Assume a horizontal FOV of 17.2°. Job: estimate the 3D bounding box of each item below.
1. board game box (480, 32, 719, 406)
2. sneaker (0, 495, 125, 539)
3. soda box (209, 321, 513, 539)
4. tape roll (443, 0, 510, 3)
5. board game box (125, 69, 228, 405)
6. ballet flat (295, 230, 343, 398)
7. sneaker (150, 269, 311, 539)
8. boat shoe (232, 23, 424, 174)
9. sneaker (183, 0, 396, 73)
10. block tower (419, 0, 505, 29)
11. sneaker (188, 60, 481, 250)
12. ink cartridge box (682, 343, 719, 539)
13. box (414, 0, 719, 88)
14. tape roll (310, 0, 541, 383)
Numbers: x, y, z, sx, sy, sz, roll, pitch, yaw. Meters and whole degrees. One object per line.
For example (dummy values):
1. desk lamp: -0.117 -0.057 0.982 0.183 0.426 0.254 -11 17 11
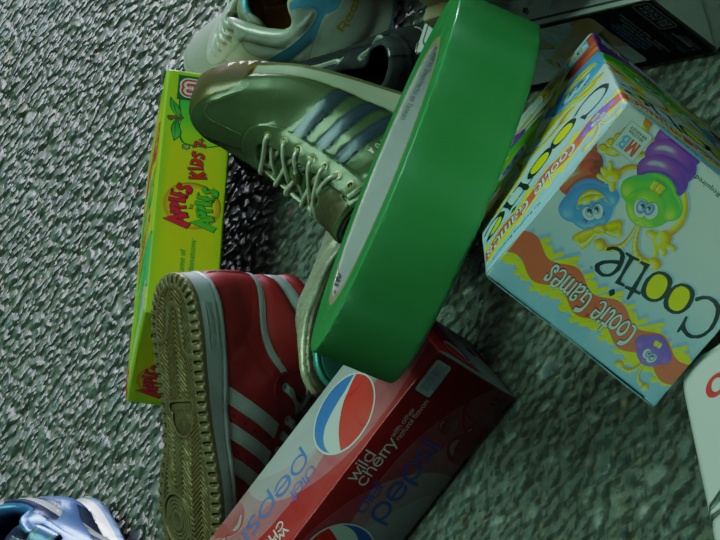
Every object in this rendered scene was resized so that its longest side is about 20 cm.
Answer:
1. board game box: 0.127 -0.031 1.159 0.103 0.105 0.200 -51 9 12
2. sneaker: -0.176 0.193 1.465 0.200 0.082 0.074 25 99 58
3. soda box: -0.007 0.119 1.325 0.200 0.063 0.070 -53 33 9
4. tape roll: 0.073 -0.248 1.321 0.199 0.066 0.201 -10 57 17
5. board game box: -0.118 -0.022 1.559 0.102 0.047 0.201 107 167 -52
6. ballet flat: 0.000 0.000 1.418 0.062 0.067 0.201 -24 36 50
7. sneaker: -0.063 0.098 1.428 0.071 0.112 0.201 3 97 51
8. boat shoe: -0.025 -0.109 1.513 0.199 0.063 0.073 -19 77 42
9. sneaker: -0.064 -0.169 1.616 0.200 0.081 0.077 -11 57 51
10. block tower: 0.074 -0.241 1.401 0.054 0.058 0.201 -12 54 49
11. sneaker: -0.011 -0.059 1.368 0.067 0.199 0.090 93 -168 -52
12. ink cartridge box: 0.228 0.099 1.006 0.145 0.084 0.201 -38 39 30
13. box: 0.130 -0.175 1.378 0.200 0.060 0.117 -8 58 50
14. tape roll: 0.033 -0.043 1.227 0.200 0.048 0.201 -158 90 -85
